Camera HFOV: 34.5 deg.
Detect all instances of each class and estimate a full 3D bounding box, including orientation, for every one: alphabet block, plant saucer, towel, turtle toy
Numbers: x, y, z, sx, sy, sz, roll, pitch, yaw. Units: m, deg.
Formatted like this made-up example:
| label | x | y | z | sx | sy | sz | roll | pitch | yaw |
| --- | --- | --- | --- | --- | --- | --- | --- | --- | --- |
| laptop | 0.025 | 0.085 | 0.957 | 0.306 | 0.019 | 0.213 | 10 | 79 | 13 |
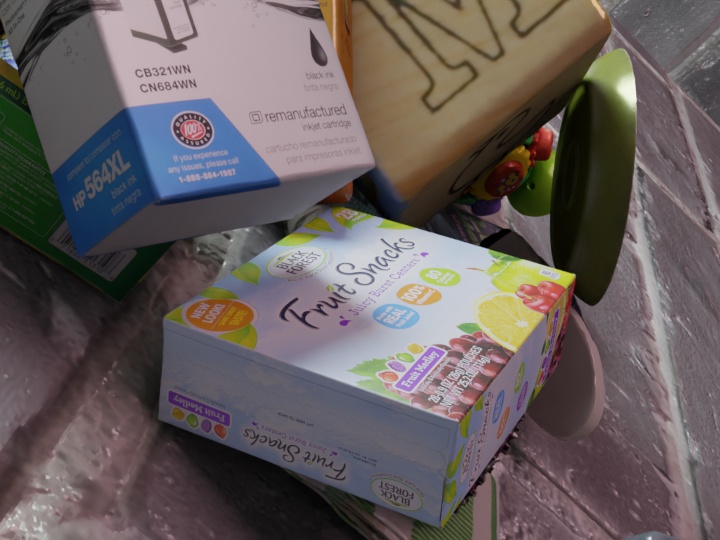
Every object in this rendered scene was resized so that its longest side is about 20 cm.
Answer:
| label | x | y | z | sx | sy | sz | roll | pitch | yaw |
| --- | --- | --- | --- | --- | --- | --- | --- | --- | --- |
| alphabet block | 0.039 | -0.163 | 0.876 | 0.197 | 0.199 | 0.195 | 51 | -7 | 5 |
| plant saucer | 0.179 | -0.074 | 0.918 | 0.031 | 0.203 | 0.201 | 5 | 32 | 0 |
| towel | 0.012 | 0.115 | 0.717 | 0.199 | 0.023 | 0.153 | 40 | 25 | -13 |
| turtle toy | 0.123 | -0.108 | 1.068 | 0.199 | 0.146 | 0.102 | 17 | 34 | -48 |

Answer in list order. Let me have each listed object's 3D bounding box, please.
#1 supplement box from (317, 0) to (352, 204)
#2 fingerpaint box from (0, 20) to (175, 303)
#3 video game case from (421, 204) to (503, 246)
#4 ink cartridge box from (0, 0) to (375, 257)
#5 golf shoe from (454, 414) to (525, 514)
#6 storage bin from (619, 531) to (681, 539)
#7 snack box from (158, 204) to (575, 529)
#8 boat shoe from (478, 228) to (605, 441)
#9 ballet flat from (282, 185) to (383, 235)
| label | x | y | z | sx | sy | sz | roll | pitch | yaw |
| --- | --- | --- | --- | --- | --- | --- | --- | --- | --- |
| supplement box | -0.040 | -0.148 | 0.738 | 0.067 | 0.068 | 0.203 | 62 | 29 | -75 |
| fingerpaint box | -0.186 | -0.104 | 0.654 | 0.199 | 0.073 | 0.168 | 36 | 26 | -24 |
| video game case | 0.119 | 0.023 | 1.021 | 0.181 | 0.023 | 0.202 | 19 | 37 | -47 |
| ink cartridge box | -0.096 | -0.123 | 0.593 | 0.145 | 0.084 | 0.203 | -14 | 82 | -42 |
| golf shoe | 0.060 | 0.080 | 0.741 | 0.091 | 0.073 | 0.200 | 34 | 28 | 3 |
| storage bin | 0.157 | 0.223 | 0.634 | 0.199 | 0.134 | 0.147 | 24 | 47 | -39 |
| snack box | 0.011 | 0.040 | 0.646 | 0.167 | 0.069 | 0.200 | 17 | 25 | 21 |
| boat shoe | 0.158 | 0.058 | 0.923 | 0.092 | 0.074 | 0.202 | 33 | 30 | -42 |
| ballet flat | 0.000 | 0.000 | 0.826 | 0.200 | 0.069 | 0.071 | 46 | 44 | -6 |
